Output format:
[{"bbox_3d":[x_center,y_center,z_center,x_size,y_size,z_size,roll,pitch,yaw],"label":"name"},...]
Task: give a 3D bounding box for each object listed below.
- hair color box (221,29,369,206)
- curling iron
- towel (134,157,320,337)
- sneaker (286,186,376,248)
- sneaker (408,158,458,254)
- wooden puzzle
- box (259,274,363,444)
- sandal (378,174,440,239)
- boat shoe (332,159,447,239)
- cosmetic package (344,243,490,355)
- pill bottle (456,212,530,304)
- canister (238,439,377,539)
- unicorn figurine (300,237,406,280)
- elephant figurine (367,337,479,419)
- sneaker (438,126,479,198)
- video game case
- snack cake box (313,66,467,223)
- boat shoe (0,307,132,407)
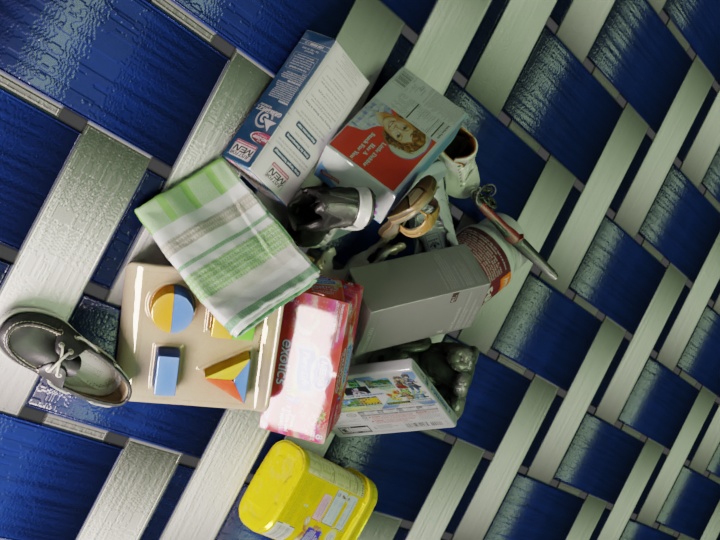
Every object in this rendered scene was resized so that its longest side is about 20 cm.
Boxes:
[{"bbox_3d":[-0.082,-0.196,1.577,0.201,0.060,0.100,-57,142,-9],"label":"hair color box"},{"bbox_3d":[0.241,-0.058,1.892,0.200,0.026,0.050,46,57,-14],"label":"curling iron"},{"bbox_3d":[-0.159,-0.033,1.492,0.149,0.200,0.031,-35,170,-33],"label":"towel"},{"bbox_3d":[-0.064,-0.074,1.590,0.090,0.200,0.067,7,78,-28],"label":"sneaker"},{"bbox_3d":[0.100,-0.082,1.787,0.075,0.115,0.201,-15,136,6],"label":"sneaker"},{"bbox_3d":[-0.201,0.089,1.522,0.198,0.046,0.187,7,110,-7],"label":"wooden puzzle"},{"bbox_3d":[-0.064,0.113,1.627,0.100,0.095,0.202,-49,150,-73],"label":"box"},{"bbox_3d":[0.072,-0.072,1.618,0.080,0.054,0.200,-49,180,-14],"label":"sandal"},{"bbox_3d":[0.019,-0.123,1.706,0.201,0.087,0.075,-28,167,-9],"label":"boat shoe"},{"bbox_3d":[0.070,0.040,1.728,0.199,0.091,0.107,-16,147,-26],"label":"cosmetic package"},{"bbox_3d":[0.167,0.001,1.916,0.200,0.114,0.115,-37,134,-28],"label":"pill bottle"},{"bbox_3d":[-0.078,0.351,1.859,0.200,0.086,0.149,37,82,-49],"label":"canister"},{"bbox_3d":[0.000,0.000,1.759,0.137,0.074,0.201,-39,142,-12],"label":"unicorn figurine"},{"bbox_3d":[0.074,0.148,1.901,0.155,0.198,0.143,74,31,-74],"label":"elephant figurine"},{"bbox_3d":[0.145,-0.161,1.828,0.073,0.084,0.200,-56,142,-11],"label":"sneaker"},{"bbox_3d":[0.019,0.191,1.809,0.183,0.198,0.022,53,37,-48],"label":"video game case"},{"bbox_3d":[0.042,-0.170,1.643,0.200,0.115,0.067,-49,174,-36],"label":"snack cake box"},{"bbox_3d":[-0.347,0.108,1.448,0.074,0.060,0.200,-52,139,-6],"label":"boat shoe"}]
